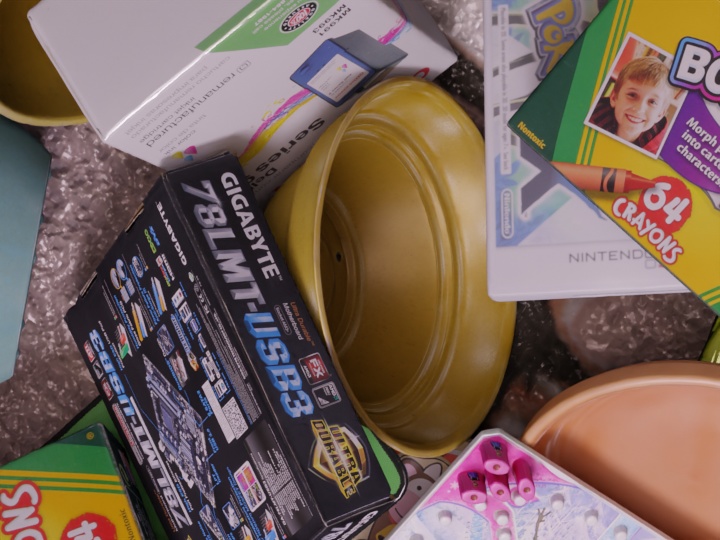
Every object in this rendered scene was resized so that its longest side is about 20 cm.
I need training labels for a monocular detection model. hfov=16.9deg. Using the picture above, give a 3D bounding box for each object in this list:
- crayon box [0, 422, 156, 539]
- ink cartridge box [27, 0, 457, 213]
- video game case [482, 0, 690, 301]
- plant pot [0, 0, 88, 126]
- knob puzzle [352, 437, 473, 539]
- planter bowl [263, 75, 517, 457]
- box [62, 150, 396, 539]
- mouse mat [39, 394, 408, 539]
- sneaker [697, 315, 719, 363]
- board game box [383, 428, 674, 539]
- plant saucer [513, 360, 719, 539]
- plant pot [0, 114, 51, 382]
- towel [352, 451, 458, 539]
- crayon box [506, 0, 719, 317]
[{"bbox_3d":[-0.205,0.183,1.320,0.199,0.051,0.127,-25,66,1],"label":"crayon box"},{"bbox_3d":[-0.055,-0.120,1.258,0.145,0.200,0.088,-38,70,11],"label":"ink cartridge box"},{"bbox_3d":[0.154,-0.088,1.290,0.181,0.022,0.201,-3,82,20],"label":"video game case"},{"bbox_3d":[-0.145,-0.195,1.286,0.200,0.200,0.142,-38,66,11],"label":"plant pot"},{"bbox_3d":[0.002,0.171,1.368,0.218,0.030,0.221,2,101,9],"label":"knob puzzle"},{"bbox_3d":[0.000,0.000,1.304,0.083,0.200,0.202,-4,99,33],"label":"planter bowl"},{"bbox_3d":[-0.075,0.068,1.277,0.049,0.199,0.201,-20,76,-27],"label":"box"},{"bbox_3d":[-0.085,0.116,1.371,0.200,0.008,0.161,-41,74,19],"label":"mouse mat"},{"bbox_3d":[0.241,0.021,1.319,0.083,0.074,0.201,23,110,5],"label":"sneaker"},{"bbox_3d":[0.087,0.208,1.336,0.199,0.026,0.200,33,112,-18],"label":"board game box"},{"bbox_3d":[0.180,0.115,1.314,0.199,0.038,0.201,7,135,7],"label":"plant saucer"},{"bbox_3d":[-0.255,-0.016,1.315,0.160,0.201,0.202,10,100,-8],"label":"plant pot"},{"bbox_3d":[-0.018,0.151,1.394,0.199,0.023,0.145,17,102,6],"label":"towel"},{"bbox_3d":[0.203,-0.074,1.221,0.200,0.058,0.173,44,100,24],"label":"crayon box"}]
